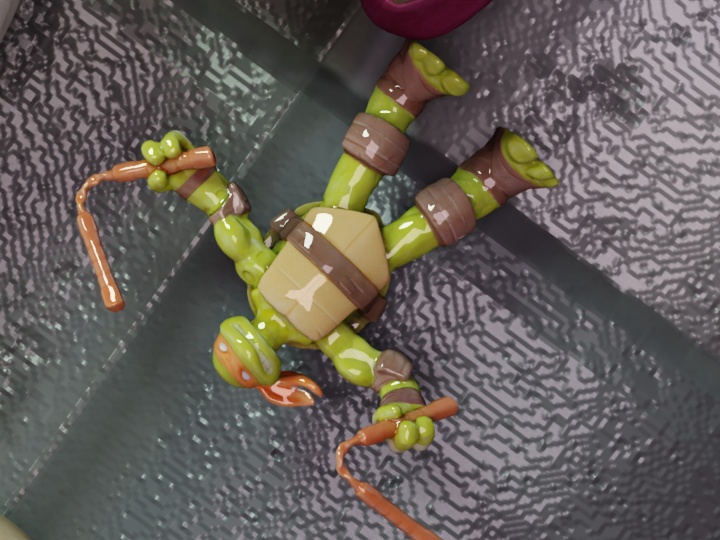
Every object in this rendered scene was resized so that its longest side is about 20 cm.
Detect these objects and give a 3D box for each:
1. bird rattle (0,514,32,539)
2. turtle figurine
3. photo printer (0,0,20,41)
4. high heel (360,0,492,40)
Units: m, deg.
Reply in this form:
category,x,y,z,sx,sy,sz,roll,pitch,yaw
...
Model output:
category,x,y,z,sx,sy,sz,roll,pitch,yaw
bird rattle,-0.197,0.158,1.157,0.163,0.113,0.201,-31,81,-6
turtle figurine,0.000,0.000,1.129,0.161,0.064,0.200,-45,84,-1
photo printer,-0.220,-0.145,1.092,0.199,0.070,0.167,27,124,0
high heel,0.075,-0.167,1.090,0.200,0.096,0.067,-40,93,6
